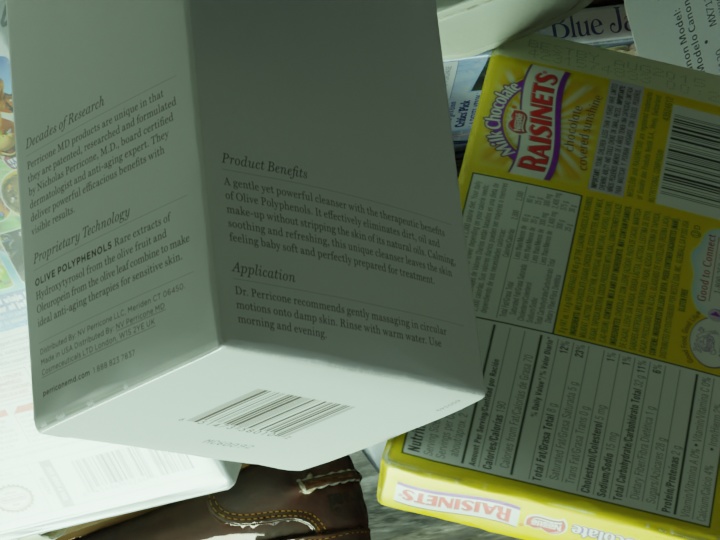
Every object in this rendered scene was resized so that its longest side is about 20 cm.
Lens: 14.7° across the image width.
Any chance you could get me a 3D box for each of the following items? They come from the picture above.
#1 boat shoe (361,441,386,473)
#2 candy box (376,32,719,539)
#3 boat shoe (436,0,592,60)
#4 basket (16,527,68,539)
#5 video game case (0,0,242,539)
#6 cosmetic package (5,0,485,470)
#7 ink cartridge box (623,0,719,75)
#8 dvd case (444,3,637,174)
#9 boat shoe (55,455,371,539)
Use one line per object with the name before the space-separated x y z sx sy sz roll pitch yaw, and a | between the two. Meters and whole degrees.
boat shoe | 0.000 0.000 1.073 0.065 0.074 0.201 -27 125 -4
candy box | 0.074 0.004 0.871 0.102 0.201 0.027 12 136 5
boat shoe | -0.022 -0.092 0.917 0.199 0.062 0.075 -17 164 18
basket | -0.170 0.030 1.067 0.199 0.139 0.177 -26 116 35
video game case | -0.143 0.007 0.947 0.142 0.018 0.201 -14 119 21
cosmetic package | -0.036 -0.054 0.798 0.107 0.201 0.085 14 152 -43
ink cartridge box | 0.196 -0.062 1.030 0.175 0.084 0.199 -28 149 36
dvd case | 0.094 -0.073 1.114 0.199 0.018 0.143 -7 164 -5
boat shoe | -0.084 0.120 1.116 0.199 0.071 0.070 -24 171 31
